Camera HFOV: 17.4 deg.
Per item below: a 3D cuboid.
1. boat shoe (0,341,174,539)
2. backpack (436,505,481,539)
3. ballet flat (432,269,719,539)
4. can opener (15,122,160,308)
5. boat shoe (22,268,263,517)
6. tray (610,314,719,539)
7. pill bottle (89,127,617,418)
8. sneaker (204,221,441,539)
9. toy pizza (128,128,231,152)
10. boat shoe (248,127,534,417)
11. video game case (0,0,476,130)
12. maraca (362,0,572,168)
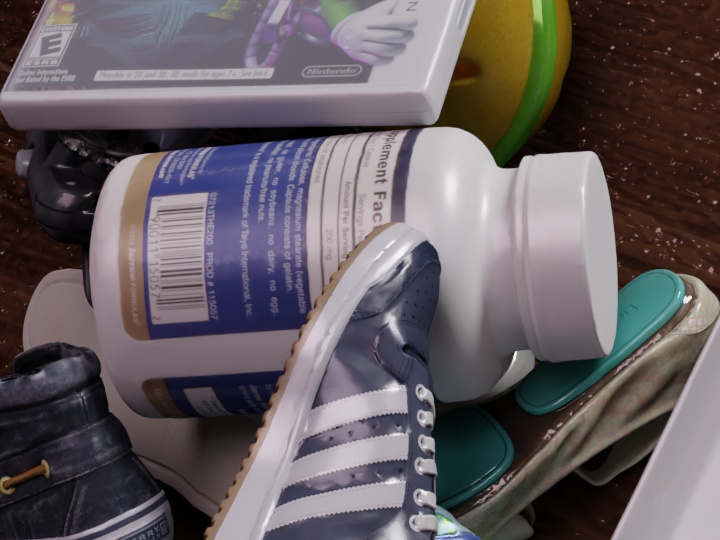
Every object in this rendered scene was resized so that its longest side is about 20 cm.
[{"bbox_3d":[-0.151,0.081,1.015,0.071,0.091,0.200,-24,7,-35],"label":"boat shoe"},{"bbox_3d":[-0.019,0.176,0.900,0.199,0.164,0.154,-10,41,11],"label":"backpack"},{"bbox_3d":[0.072,0.078,0.972,0.199,0.062,0.067,-34,29,0],"label":"ballet flat"},{"bbox_3d":[-0.130,-0.054,1.080,0.200,0.063,0.079,-113,38,-60],"label":"can opener"},{"bbox_3d":[-0.076,0.057,1.060,0.200,0.060,0.074,27,104,39],"label":"boat shoe"},{"bbox_3d":[0.182,0.064,0.943,0.107,0.022,0.201,24,71,15],"label":"tray"},{"bbox_3d":[0.000,0.000,0.954,0.199,0.111,0.112,-4,58,14],"label":"pill bottle"},{"bbox_3d":[0.014,0.083,0.830,0.108,0.070,0.201,19,66,16],"label":"sneaker"},{"bbox_3d":[-0.074,-0.140,1.159,0.200,0.032,0.201,-34,46,45],"label":"toy pizza"},{"bbox_3d":[0.005,-0.009,1.061,0.071,0.064,0.200,-39,51,-2],"label":"boat shoe"},{"bbox_3d":[-0.040,-0.134,1.023,0.199,0.023,0.182,0,49,23],"label":"video game case"},{"bbox_3d":[0.030,-0.132,1.091,0.137,0.107,0.201,-49,53,35],"label":"maraca"}]
